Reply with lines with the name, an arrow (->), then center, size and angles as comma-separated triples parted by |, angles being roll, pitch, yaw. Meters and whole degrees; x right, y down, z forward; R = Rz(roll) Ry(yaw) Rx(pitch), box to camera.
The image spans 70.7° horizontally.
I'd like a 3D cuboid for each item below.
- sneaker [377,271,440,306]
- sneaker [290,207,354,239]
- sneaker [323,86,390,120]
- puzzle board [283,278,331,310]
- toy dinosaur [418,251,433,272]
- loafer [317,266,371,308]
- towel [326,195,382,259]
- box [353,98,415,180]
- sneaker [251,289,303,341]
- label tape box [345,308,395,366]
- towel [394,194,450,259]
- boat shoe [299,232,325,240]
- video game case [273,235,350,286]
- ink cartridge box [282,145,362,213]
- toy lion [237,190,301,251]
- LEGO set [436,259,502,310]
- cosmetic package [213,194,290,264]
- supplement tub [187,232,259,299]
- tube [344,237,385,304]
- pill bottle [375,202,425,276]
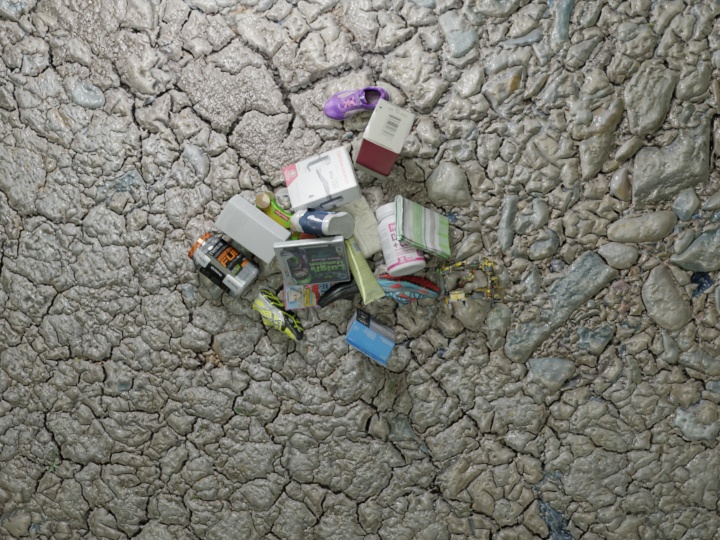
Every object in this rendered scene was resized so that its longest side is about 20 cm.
sneaker -> 0.148, 0.066, 1.588 | 0.199, 0.079, 0.096 | 11, 116, 6
sneaker -> -0.116, -0.140, 1.473 | 0.146, 0.200, 0.081 | 12, 98, 21
sneaker -> -0.012, -0.487, 1.462 | 0.199, 0.088, 0.081 | -12, 102, 5
puzzle board -> -0.165, 0.021, 1.583 | 0.150, 0.017, 0.201 | -5, 102, -17
toy dinosaur -> 0.198, -0.082, 1.545 | 0.102, 0.077, 0.201 | -5, 106, -11
loafer -> -0.040, 0.067, 1.578 | 0.200, 0.073, 0.072 | -31, 105, 1
towel -> -0.010, -0.131, 1.563 | 0.132, 0.034, 0.200 | -27, 101, 8
box -> 0.062, -0.357, 1.414 | 0.109, 0.200, 0.128 | 23, 77, -3
sneaker -> -0.261, 0.153, 1.616 | 0.076, 0.075, 0.200 | -43, 87, 17
label tape box -> 0.032, 0.199, 1.544 | 0.143, 0.200, 0.066 | 31, 99, -5
towel -> 0.184, -0.126, 1.472 | 0.200, 0.031, 0.150 | 18, 61, -31
boat shoe -> -0.102, -0.064, 1.545 | 0.200, 0.063, 0.071 | 31, 142, -31
video game case -> -0.137, -0.023, 1.482 | 0.199, 0.023, 0.182 | -6, 140, 2
ink cartridge box -> -0.111, -0.256, 1.486 | 0.199, 0.085, 0.146 | -18, 69, 4
toy lion -> -0.287, -0.132, 1.562 | 0.200, 0.069, 0.192 | 33, 108, -5
LEGO set -> 0.331, 0.043, 1.544 | 0.199, 0.116, 0.154 | 2, 102, 1
cosmetic package -> -0.318, -0.122, 1.505 | 0.200, 0.074, 0.102 | 37, 115, -9
supplement tub -> -0.419, -0.017, 1.554 | 0.200, 0.123, 0.123 | 39, 100, -6
tube -> 0.000, 0.000, 1.527 | 0.058, 0.052, 0.200 | -28, 87, 15
pill bottle -> 0.114, -0.092, 1.499 | 0.113, 0.113, 0.201 | -16, 77, 5
